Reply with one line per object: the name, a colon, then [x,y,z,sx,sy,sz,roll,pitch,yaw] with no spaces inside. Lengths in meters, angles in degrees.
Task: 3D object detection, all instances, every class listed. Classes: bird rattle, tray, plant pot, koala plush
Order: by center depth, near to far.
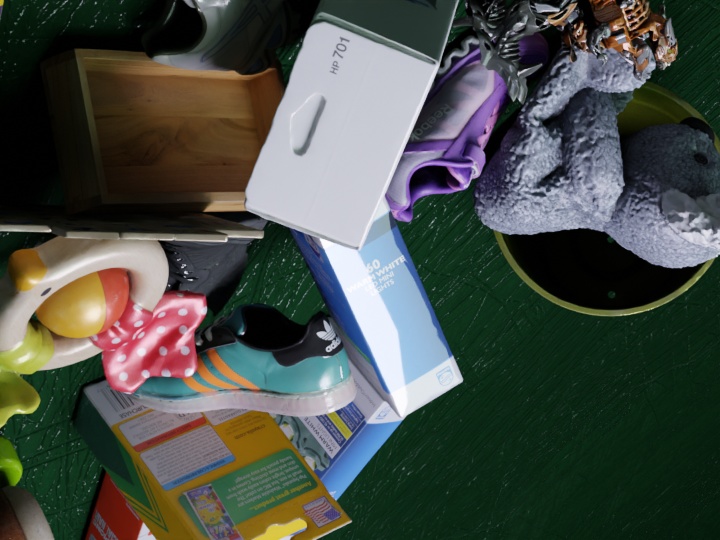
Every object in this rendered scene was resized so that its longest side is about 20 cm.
tray: [-0.118,-0.088,1.448,0.037,0.099,0.200,-15,173,38]
bird rattle: [-0.184,0.032,1.478,0.199,0.113,0.163,-6,147,-28]
koala plush: [0.209,-0.071,1.740,0.184,0.200,0.177,-57,178,-5]
plant pot: [0.214,-0.044,1.917,0.200,0.200,0.193,-39,168,-2]

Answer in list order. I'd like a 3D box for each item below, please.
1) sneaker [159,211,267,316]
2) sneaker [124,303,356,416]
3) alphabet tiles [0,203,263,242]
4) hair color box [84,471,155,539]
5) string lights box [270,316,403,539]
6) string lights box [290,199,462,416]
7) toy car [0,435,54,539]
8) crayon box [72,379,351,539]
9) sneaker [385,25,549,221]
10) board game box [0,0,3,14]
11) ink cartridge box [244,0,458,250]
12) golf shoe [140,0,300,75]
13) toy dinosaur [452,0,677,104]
sneaker: [-0.128,-0.012,1.601,0.104,0.060,0.200,-50,164,17]
sneaker: [-0.098,0.060,1.685,0.071,0.199,0.080,-47,131,-54]
alphabet tiles: [-0.160,-0.030,1.390,0.166,0.200,0.006,1,96,-22]
hair color box: [-0.158,0.177,1.879,0.111,0.064,0.200,-23,149,-36]
string lights box: [-0.049,0.146,1.933,0.059,0.103,0.200,0,134,-55]
string lights box: [0.000,0.000,1.643,0.059,0.103,0.200,-30,126,-8]
toy car: [-0.322,0.247,1.662,0.199,0.165,0.158,-21,150,-17]
crayon box: [-0.117,0.157,1.736,0.126,0.200,0.052,-21,150,-35]
sneaker: [0.072,-0.107,1.702,0.200,0.089,0.081,-37,154,-11]
board game box: [-0.301,-0.096,1.225,0.200,0.057,0.166,-22,148,-35]
ink cartridge box: [0.001,-0.128,1.429,0.200,0.086,0.147,-75,-172,-59]
golf shoe: [-0.073,-0.195,1.370,0.097,0.078,0.200,-12,142,-36]
toy dinosaur: [0.136,-0.203,1.575,0.136,0.200,0.102,-39,-174,18]
